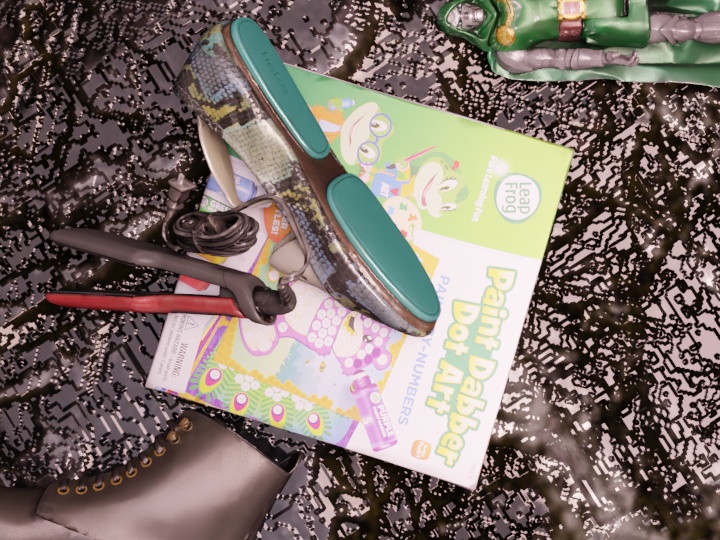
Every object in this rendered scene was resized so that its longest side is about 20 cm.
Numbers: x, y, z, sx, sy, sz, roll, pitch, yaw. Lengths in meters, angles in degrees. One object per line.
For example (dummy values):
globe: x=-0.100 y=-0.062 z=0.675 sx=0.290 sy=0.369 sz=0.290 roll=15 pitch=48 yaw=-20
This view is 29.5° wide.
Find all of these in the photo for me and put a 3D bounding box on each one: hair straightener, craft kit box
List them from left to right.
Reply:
hair straightener: x=-0.100 y=-0.013 z=0.728 sx=0.199 sy=0.041 sz=0.078 roll=4 pitch=93 yaw=44
craft kit box: x=0.000 y=0.000 z=0.780 sx=0.196 sy=0.049 sz=0.202 roll=16 pitch=88 yaw=0

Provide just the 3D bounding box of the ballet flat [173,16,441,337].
ballet flat: x=-0.033 y=-0.039 z=0.737 sx=0.074 sy=0.074 sz=0.201 roll=-32 pitch=85 yaw=0

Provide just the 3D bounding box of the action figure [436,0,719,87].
action figure: x=0.142 y=-0.149 z=0.778 sx=0.198 sy=0.055 sz=0.119 roll=-4 pitch=90 yaw=6

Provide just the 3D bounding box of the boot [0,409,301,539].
boot: x=-0.146 y=0.118 z=0.770 sx=0.199 sy=0.077 sz=0.139 roll=31 pitch=84 yaw=-10
